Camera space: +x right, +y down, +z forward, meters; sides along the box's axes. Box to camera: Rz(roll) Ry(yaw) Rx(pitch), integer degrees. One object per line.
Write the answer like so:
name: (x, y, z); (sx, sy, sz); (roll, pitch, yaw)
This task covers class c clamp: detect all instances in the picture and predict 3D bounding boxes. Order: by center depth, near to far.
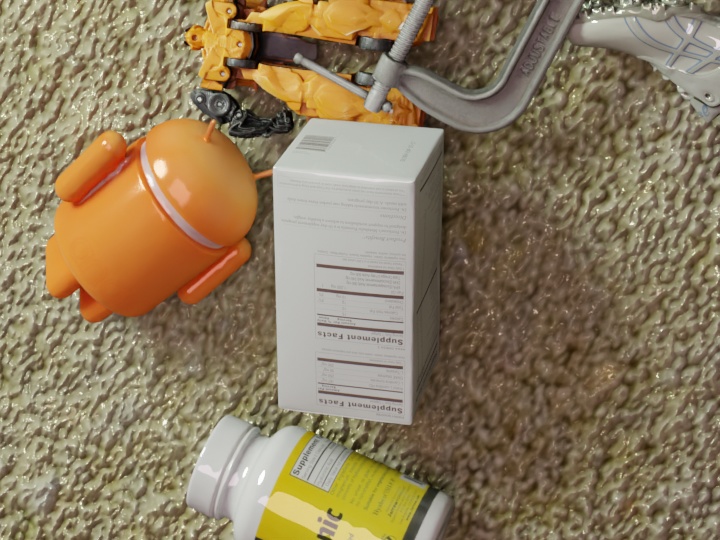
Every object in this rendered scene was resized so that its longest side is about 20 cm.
c clamp: (0.069, -0.189, 1.190); (0.170, 0.027, 0.201); (33, 112, -3)

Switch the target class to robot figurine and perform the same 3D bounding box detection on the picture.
robot figurine: (-0.042, -0.171, 1.267); (0.198, 0.058, 0.147); (10, 99, 11)
robot figurine: (-0.163, -0.042, 1.283); (0.199, 0.117, 0.144); (-36, 90, 19)

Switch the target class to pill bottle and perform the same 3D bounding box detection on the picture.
pill bottle: (-0.034, 0.193, 1.287); (0.198, 0.111, 0.112); (23, 102, 10)

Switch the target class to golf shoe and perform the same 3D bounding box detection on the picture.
golf shoe: (0.244, -0.158, 1.195); (0.198, 0.078, 0.098); (5, 105, 14)

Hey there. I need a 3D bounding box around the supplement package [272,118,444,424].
supplement package: (0.000, 0.000, 1.227); (0.108, 0.114, 0.202); (6, 115, 13)
